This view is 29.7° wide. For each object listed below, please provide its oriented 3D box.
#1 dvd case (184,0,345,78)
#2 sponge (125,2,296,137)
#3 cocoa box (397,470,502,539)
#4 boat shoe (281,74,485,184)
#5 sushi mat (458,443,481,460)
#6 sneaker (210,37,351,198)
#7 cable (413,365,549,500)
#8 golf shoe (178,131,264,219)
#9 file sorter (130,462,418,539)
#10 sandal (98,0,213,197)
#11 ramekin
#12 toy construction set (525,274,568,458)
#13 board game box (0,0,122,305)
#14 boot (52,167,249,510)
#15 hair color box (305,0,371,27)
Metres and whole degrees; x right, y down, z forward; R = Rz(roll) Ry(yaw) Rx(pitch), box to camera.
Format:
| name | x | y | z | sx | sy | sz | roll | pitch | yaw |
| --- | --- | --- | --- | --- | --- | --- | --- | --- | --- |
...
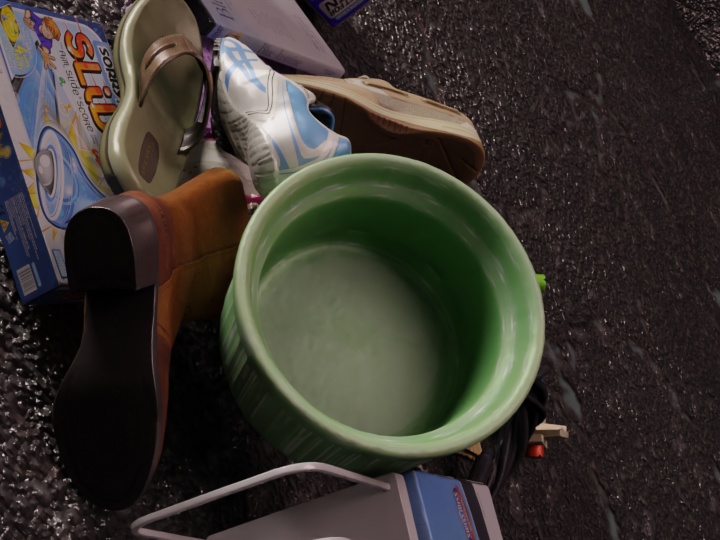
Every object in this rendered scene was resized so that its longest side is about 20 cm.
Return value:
| name | x | y | z | sx | sy | sz | roll | pitch | yaw |
| --- | --- | --- | --- | --- | --- | --- | --- | --- | --- |
| dvd case | -0.104 | -0.233 | 1.157 | 0.200 | 0.018 | 0.143 | 7 | 45 | -58 |
| sponge | -0.106 | -0.152 | 1.114 | 0.200 | 0.030 | 0.112 | 3 | 64 | -59 |
| cocoa box | 0.029 | 0.246 | 0.882 | 0.131 | 0.133 | 0.200 | 25 | 46 | -60 |
| boat shoe | 0.005 | -0.124 | 1.121 | 0.200 | 0.072 | 0.065 | 13 | 38 | -15 |
| sushi mat | 0.070 | 0.073 | 1.245 | 0.096 | 0.012 | 0.200 | 29 | 43 | -49 |
| sneaker | -0.062 | -0.108 | 0.952 | 0.200 | 0.072 | 0.072 | -123 | -148 | -53 |
| cable | 0.093 | 0.142 | 1.104 | 0.200 | 0.051 | 0.163 | 5 | 100 | -54 |
| golf shoe | -0.073 | -0.071 | 1.044 | 0.200 | 0.075 | 0.092 | 1 | 56 | -52 |
| file sorter | -0.039 | 0.222 | 0.771 | 0.125 | 0.139 | 0.200 | 33 | 39 | -59 |
| sandal | -0.129 | -0.118 | 0.937 | 0.080 | 0.057 | 0.201 | 41 | 35 | -38 |
| ramekin | 0.006 | 0.035 | 0.862 | 0.200 | 0.098 | 0.200 | 8 | 64 | -17 |
| toy construction set | 0.138 | 0.079 | 1.282 | 0.131 | 0.092 | 0.200 | 113 | -34 | -76 |
| board game box | -0.193 | -0.076 | 0.888 | 0.135 | 0.034 | 0.200 | -1 | 68 | -62 |
| boot | -0.124 | 0.036 | 0.862 | 0.200 | 0.068 | 0.188 | -29 | 114 | -73 |
| hair color box | -0.069 | -0.336 | 1.283 | 0.200 | 0.065 | 0.109 | 42 | 27 | -35 |
